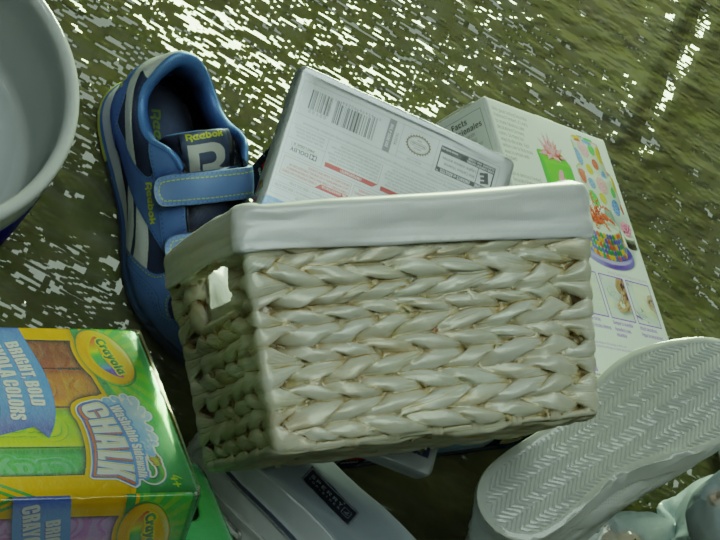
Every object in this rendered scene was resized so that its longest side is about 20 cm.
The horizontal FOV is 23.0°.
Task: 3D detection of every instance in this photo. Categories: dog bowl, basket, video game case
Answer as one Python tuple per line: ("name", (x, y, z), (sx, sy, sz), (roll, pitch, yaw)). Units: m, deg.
("dog bowl", (-0.260, -0.093, 0.963), (0.200, 0.079, 0.201), (13, 60, -24))
("basket", (0.014, 0.032, 0.913), (0.199, 0.136, 0.124), (-5, 81, -23))
("video game case", (0.000, 0.000, 1.000), (0.143, 0.018, 0.201), (23, 69, -17))

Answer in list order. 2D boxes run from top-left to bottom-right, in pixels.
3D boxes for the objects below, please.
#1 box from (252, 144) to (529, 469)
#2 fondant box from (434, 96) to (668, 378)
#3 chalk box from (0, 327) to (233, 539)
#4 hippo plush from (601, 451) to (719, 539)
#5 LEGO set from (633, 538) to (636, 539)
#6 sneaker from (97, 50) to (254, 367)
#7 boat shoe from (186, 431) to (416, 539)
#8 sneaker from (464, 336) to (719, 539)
("box", (0.020, 0.017, 1.088), (0.136, 0.038, 0.201), (-4, 68, -31))
("fondant box", (0.123, 0.002, 1.112), (0.144, 0.058, 0.201), (12, 58, -51))
("chalk box", (-0.157, 0.110, 0.863), (0.199, 0.124, 0.125), (1, 37, -28))
("hippo plush", (0.246, 0.173, 1.058), (0.200, 0.161, 0.160), (-25, 79, -36))
("LEGO set", (0.150, 0.250, 0.977), (0.153, 0.200, 0.116), (15, 17, -37))
("sneaker", (-0.099, -0.036, 1.022), (0.074, 0.082, 0.201), (-9, 73, -34))
("boat shoe", (-0.020, 0.159, 0.977), (0.200, 0.065, 0.074), (50, 33, 9))
("sneaker", (0.140, 0.116, 1.026), (0.200, 0.116, 0.074), (-26, 65, -21))
